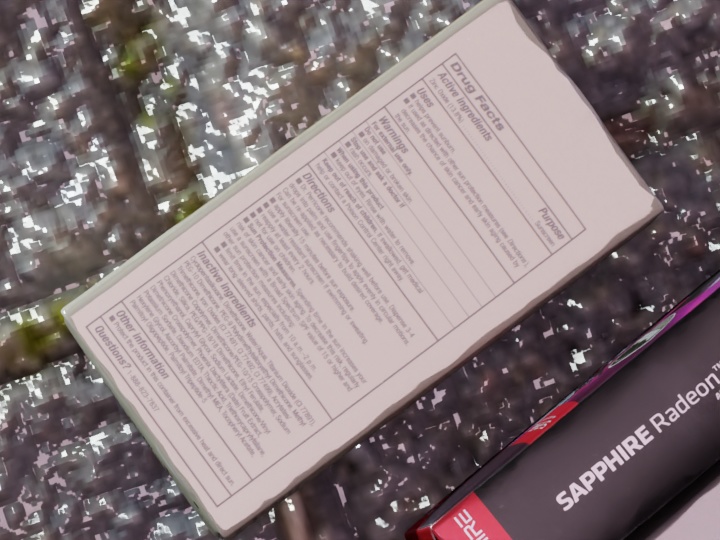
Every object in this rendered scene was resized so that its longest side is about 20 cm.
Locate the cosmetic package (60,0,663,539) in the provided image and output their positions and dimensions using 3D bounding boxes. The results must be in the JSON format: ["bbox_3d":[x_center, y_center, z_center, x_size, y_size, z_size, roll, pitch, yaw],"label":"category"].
[{"bbox_3d":[0.000,0.000,0.999,0.200,0.071,0.105,-35,86,-6],"label":"cosmetic package"}]

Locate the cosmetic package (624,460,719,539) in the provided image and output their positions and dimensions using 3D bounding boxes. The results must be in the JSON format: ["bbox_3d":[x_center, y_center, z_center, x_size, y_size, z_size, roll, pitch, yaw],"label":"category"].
[{"bbox_3d":[0.160,0.092,0.983,0.200,0.107,0.090,-37,87,-8],"label":"cosmetic package"}]

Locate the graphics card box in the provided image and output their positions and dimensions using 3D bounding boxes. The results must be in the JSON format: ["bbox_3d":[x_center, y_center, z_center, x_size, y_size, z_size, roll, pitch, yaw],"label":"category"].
[{"bbox_3d":[0.107,0.049,0.974,0.200,0.125,0.051,-38,86,-6],"label":"graphics card box"}]
